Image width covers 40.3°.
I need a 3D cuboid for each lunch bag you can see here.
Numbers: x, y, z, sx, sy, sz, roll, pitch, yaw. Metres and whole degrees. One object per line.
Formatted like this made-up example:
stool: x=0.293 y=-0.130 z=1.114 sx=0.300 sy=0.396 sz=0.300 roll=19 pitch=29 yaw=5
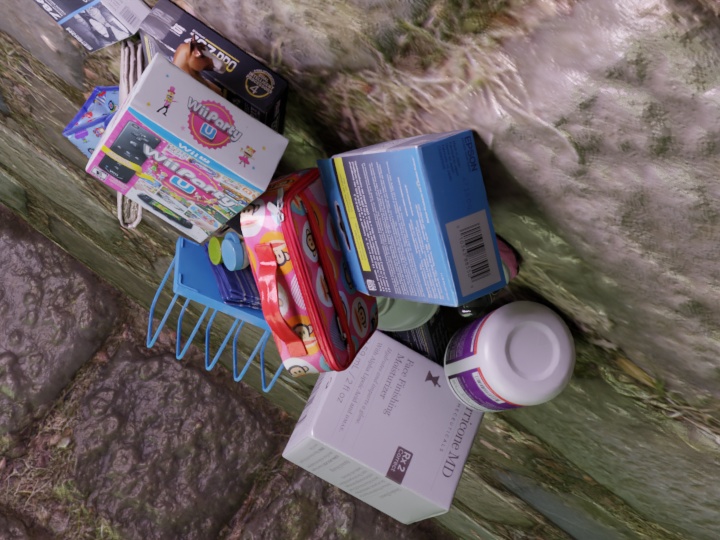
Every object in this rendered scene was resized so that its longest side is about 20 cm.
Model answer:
lunch bag: x=-0.056 y=0.003 z=1.019 sx=0.081 sy=0.176 sz=0.203 roll=-10 pitch=107 yaw=24
lunch bag: x=-0.276 y=-0.177 z=1.316 sx=0.198 sy=0.095 sz=0.151 roll=-2 pitch=140 yaw=45

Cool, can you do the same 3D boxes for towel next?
towel: x=-0.270 y=-0.161 z=1.166 sx=0.034 sy=0.134 sz=0.201 roll=1 pitch=146 yaw=-16
towel: x=-0.127 y=0.025 z=1.413 sx=0.198 sy=0.024 sz=0.145 roll=19 pitch=-157 yaw=-33

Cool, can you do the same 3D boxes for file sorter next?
file sorter: x=-0.196 y=0.069 z=1.413 sx=0.198 sy=0.124 sz=0.139 roll=24 pitch=-157 yaw=-20

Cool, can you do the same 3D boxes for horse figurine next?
horse figurine: x=-0.162 y=-0.156 z=1.006 sx=0.132 sy=0.050 sz=0.199 roll=38 pitch=159 yaw=-20

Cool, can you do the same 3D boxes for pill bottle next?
pill bottle: x=0.164 y=0.105 z=1.140 sx=0.112 sy=0.113 sz=0.200 roll=35 pitch=165 yaw=-3

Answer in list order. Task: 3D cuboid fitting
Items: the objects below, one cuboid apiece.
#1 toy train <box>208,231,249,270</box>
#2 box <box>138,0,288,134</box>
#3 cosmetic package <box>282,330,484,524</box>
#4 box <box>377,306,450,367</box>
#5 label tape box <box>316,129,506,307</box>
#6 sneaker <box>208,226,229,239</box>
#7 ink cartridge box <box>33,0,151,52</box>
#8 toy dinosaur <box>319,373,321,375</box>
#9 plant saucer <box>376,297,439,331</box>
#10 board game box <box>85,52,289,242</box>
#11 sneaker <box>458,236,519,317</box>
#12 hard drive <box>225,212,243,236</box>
toy train: x=-0.162 y=-0.032 z=1.369 sx=0.114 sy=0.086 sz=0.199 roll=-8 pitch=-173 yaw=-30
box: x=-0.159 y=-0.189 z=1.075 sx=0.160 sy=0.049 sz=0.200 roll=33 pitch=163 yaw=3
cosmetic package: x=0.032 y=0.202 z=1.271 sx=0.198 sy=0.166 sz=0.165 roll=28 pitch=155 yaw=-6
box: x=0.028 y=0.050 z=1.263 sx=0.158 sy=0.044 sz=0.201 roll=13 pitch=143 yaw=28
label tape box: x=0.042 y=-0.049 z=0.926 sx=0.199 sy=0.065 sz=0.145 roll=6 pitch=114 yaw=63
sneaker: x=-0.197 y=-0.093 z=1.392 sx=0.200 sy=0.074 sz=0.082 roll=-155 pitch=48 yaw=-71
ink cartridge box: x=-0.310 y=-0.296 z=1.096 sx=0.099 sy=0.039 sz=0.199 roll=42 pitch=163 yaw=-26
toy dinosaur: x=-0.046 y=0.100 z=1.476 sx=0.134 sy=0.202 sz=0.103 roll=19 pitch=141 yaw=-9
plant saucer: x=0.000 y=0.000 z=1.142 sx=0.198 sy=0.050 sz=0.202 roll=20 pitch=133 yaw=22
board game box: x=-0.177 y=-0.113 z=0.969 sx=0.146 sy=0.065 sz=0.199 roll=32 pitch=155 yaw=-17
sneaker: x=0.064 y=-0.028 z=1.010 sx=0.199 sy=0.087 sz=0.080 roll=33 pitch=162 yaw=8
hard drive: x=-0.167 y=-0.107 z=1.202 sx=0.199 sy=0.038 sz=0.140 roll=37 pitch=-162 yaw=-25
